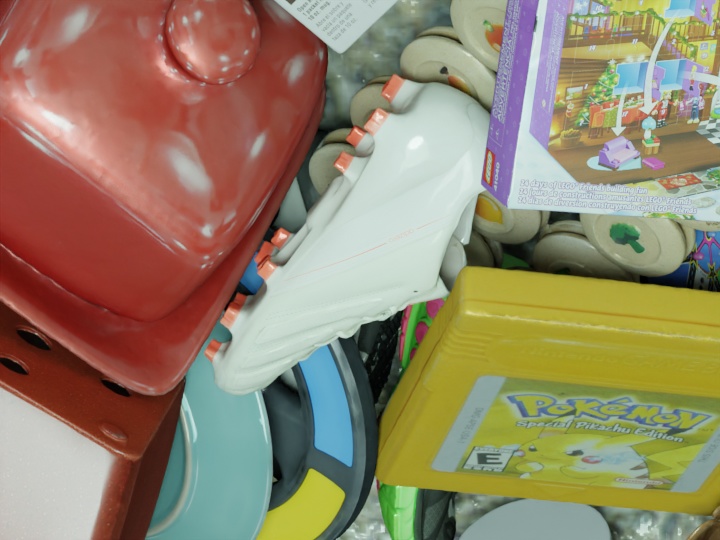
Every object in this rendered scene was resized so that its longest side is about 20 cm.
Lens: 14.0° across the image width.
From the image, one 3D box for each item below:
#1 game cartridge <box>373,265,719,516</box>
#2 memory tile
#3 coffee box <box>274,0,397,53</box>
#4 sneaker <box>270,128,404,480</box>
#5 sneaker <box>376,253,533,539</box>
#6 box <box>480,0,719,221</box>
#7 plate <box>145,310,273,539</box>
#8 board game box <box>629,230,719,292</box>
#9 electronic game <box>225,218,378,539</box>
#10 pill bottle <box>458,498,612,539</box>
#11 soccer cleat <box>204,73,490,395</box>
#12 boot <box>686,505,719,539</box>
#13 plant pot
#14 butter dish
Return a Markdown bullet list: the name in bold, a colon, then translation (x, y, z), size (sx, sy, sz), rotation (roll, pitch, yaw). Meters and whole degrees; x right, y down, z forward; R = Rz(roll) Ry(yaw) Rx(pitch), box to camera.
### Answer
- **game cartridge**: translation (0.108, 0.058, 1.306), size (0.176, 0.033, 0.200), rotation (6, 157, -8)
- **memory tile**: translation (0.068, -0.040, 1.256), size (0.153, 0.017, 0.200), rotation (40, 147, -4)
- **coffee box**: translation (-0.053, -0.201, 1.236), size (0.200, 0.113, 0.080), rotation (38, 119, -19)
- **sneaker**: translation (-0.021, 0.016, 1.415), size (0.080, 0.074, 0.201), rotation (20, 120, 10)
- **sneaker**: translation (0.054, 0.073, 1.433), size (0.083, 0.077, 0.200), rotation (3, 134, -11)
- **box**: translation (0.154, -0.088, 1.142), size (0.199, 0.039, 0.137), rotation (4, 106, -17)
- **plate**: translation (-0.123, 0.062, 1.405), size (0.200, 0.026, 0.201), rotation (22, 126, 34)
- **board game box**: translation (0.163, -0.021, 1.262), size (0.103, 0.019, 0.200), rotation (-3, 136, 10)
- **electronic game**: translation (-0.074, 0.050, 1.401), size (0.200, 0.042, 0.201), rotation (22, 127, 31)
- **pill bottle**: translation (0.107, 0.218, 1.505), size (0.111, 0.112, 0.201), rotation (-9, 123, 11)
- **soccer cleat**: translation (0.000, 0.000, 1.264), size (0.077, 0.069, 0.200), rotation (34, 130, -6)
- **boot**: translation (0.191, 0.163, 1.435), size (0.074, 0.154, 0.200), rotation (43, 115, 28)
- **plant pot**: translation (-0.184, 0.100, 1.300), size (0.199, 0.200, 0.177), rotation (31, 105, -2)
- **butter dish**: translation (-0.093, -0.083, 1.252), size (0.200, 0.200, 0.148), rotation (38, 149, -18)
